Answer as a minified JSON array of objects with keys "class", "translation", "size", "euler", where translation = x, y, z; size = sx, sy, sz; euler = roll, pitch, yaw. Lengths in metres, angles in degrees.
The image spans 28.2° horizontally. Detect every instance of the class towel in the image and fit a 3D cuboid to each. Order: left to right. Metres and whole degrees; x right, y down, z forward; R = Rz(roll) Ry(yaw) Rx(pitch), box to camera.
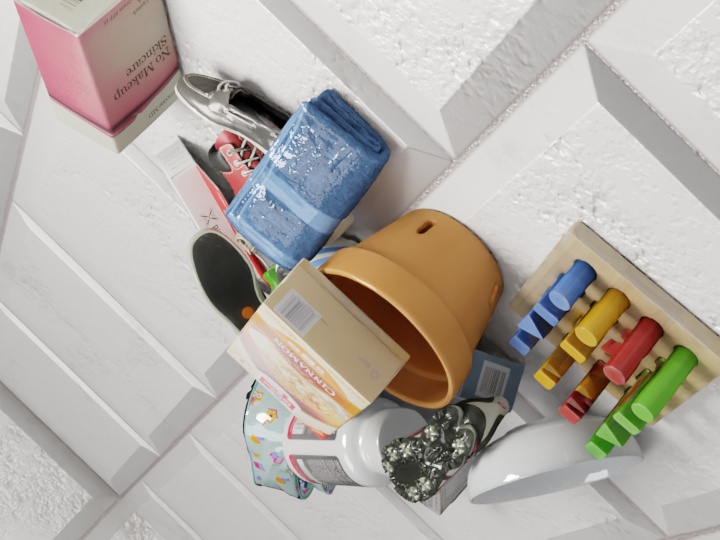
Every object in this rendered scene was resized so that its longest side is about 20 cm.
[{"class":"towel","translation":[-0.059,-0.091,1.543],"size":[0.112,0.049,0.200],"euler":[41,125,2]}]

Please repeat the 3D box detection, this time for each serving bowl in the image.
[{"class":"serving bowl","translation":[0.209,0.203,1.589],"size":[0.200,0.199,0.066],"euler":[124,136,-65]}]

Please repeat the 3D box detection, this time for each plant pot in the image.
[{"class":"plant pot","translation":[0.061,0.030,1.550],"size":[0.200,0.140,0.201],"euler":[34,153,20]}]

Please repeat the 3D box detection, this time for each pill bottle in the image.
[{"class":"pill bottle","translation":[-0.003,0.212,1.781],"size":[0.111,0.111,0.200],"euler":[52,150,-19]}]

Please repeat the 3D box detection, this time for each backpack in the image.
[{"class":"backpack","translation":[-0.083,0.209,2.013],"size":[0.152,0.176,0.201],"euler":[11,144,23]}]

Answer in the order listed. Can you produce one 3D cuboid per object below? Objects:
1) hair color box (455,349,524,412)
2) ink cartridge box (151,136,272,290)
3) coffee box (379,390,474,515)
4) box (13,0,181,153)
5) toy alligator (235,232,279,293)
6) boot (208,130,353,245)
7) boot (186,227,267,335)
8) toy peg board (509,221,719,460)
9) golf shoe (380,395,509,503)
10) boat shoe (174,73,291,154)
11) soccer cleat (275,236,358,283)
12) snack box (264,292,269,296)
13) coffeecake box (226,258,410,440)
[{"class":"hair color box","translation":[0.083,0.108,1.686],"size":[0.099,0.061,0.199],"euler":[21,175,-44]},{"class":"ink cartridge box","translation":[-0.181,-0.054,1.826],"size":[0.201,0.045,0.176],"euler":[62,172,-35]},{"class":"coffee box","translation":[0.085,0.222,1.886],"size":[0.114,0.080,0.200],"euler":[34,153,23]},{"class":"box","translation":[-0.295,-0.257,1.646],"size":[0.109,0.128,0.200],"euler":[30,153,24]},{"class":"toy alligator","translation":[-0.083,0.033,1.748],"size":[0.200,0.054,0.059],"euler":[36,162,-11]},{"class":"boot","translation":[-0.100,-0.101,1.655],"size":[0.200,0.072,0.145],"euler":[13,140,53]},{"class":"boot","translation":[-0.156,0.039,1.818],"size":[0.201,0.072,0.144],"euler":[57,172,-4]},{"class":"toy peg board","translation":[0.233,0.085,1.429],"size":[0.199,0.098,0.200],"euler":[40,155,6]},{"class":"golf shoe","translation":[0.095,0.201,1.611],"size":[0.077,0.088,0.200],"euler":[60,144,10]},{"class":"boat shoe","translation":[-0.116,-0.175,1.599],"size":[0.200,0.067,0.057],"euler":[35,125,11]},{"class":"soccer cleat","translation":[0.000,0.000,1.693],"size":[0.199,0.087,0.070],"euler":[14,142,6]},{"class":"snack box","translation":[-0.138,0.052,1.970],"size":[0.200,0.024,0.072],"euler":[29,155,56]},{"class":"coffeecake box","translation":[-0.051,0.091,1.561],"size":[0.153,0.073,0.200],"euler":[42,156,0]}]
